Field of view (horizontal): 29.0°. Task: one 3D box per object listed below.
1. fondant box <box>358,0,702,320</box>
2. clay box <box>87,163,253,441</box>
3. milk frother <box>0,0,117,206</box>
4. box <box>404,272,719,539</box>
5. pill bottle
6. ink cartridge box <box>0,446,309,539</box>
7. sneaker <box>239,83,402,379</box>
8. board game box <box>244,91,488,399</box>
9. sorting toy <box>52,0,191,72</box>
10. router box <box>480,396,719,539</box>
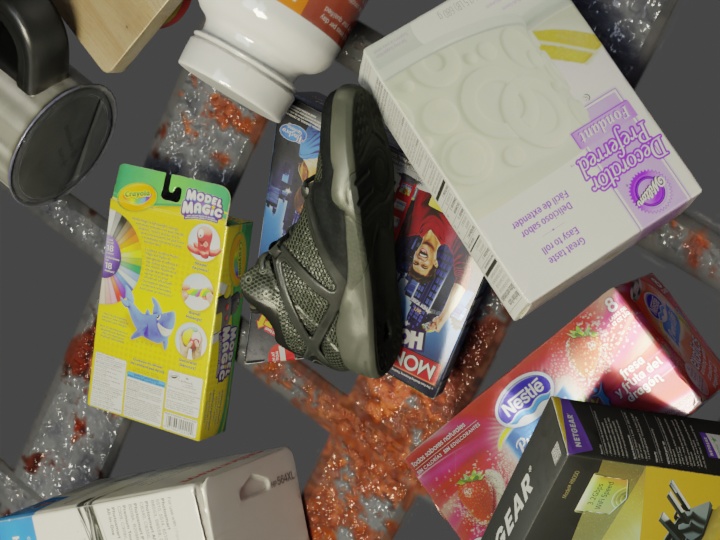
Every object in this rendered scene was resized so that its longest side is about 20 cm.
[{"bbox_3d":[0.110,-0.091,0.930,0.143,0.058,0.201,-31,81,-11],"label":"fondant box"},{"bbox_3d":[-0.152,0.022,1.119,0.114,0.047,0.203,14,100,25],"label":"clay box"},{"bbox_3d":[-0.330,-0.139,1.094,0.187,0.181,0.200,37,68,19],"label":"milk frother"},{"bbox_3d":[0.141,0.101,0.951,0.200,0.099,0.096,-42,76,24],"label":"box"},{"bbox_3d":[-0.044,-0.212,0.976,0.111,0.112,0.202,28,90,21],"label":"pill bottle"},{"bbox_3d":[-0.161,0.204,1.088,0.198,0.146,0.086,-13,89,27],"label":"ink cartridge box"},{"bbox_3d":[-0.033,-0.028,0.960,0.113,0.076,0.202,6,112,23],"label":"sneaker"},{"bbox_3d":[0.000,0.000,1.033,0.198,0.061,0.202,29,108,21],"label":"board game box"},{"bbox_3d":[-0.177,-0.294,1.084,0.199,0.069,0.201,-44,77,24],"label":"sorting toy"},{"bbox_3d":[0.163,0.178,0.896,0.155,0.053,0.202,9,127,-14],"label":"router box"}]
